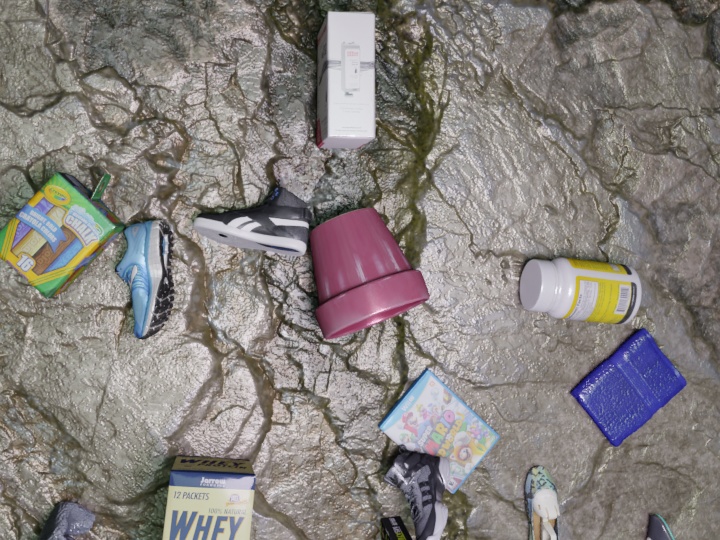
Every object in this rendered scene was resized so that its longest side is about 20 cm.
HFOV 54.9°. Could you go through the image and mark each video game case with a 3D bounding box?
[{"bbox_3d":[0.150,0.305,1.313,0.200,0.018,0.143,43,86,-10],"label":"video game case"}]

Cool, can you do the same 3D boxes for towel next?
[{"bbox_3d":[0.528,0.231,1.371,0.199,0.050,0.148,-39,92,-6],"label":"towel"}]

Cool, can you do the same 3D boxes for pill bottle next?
[{"bbox_3d":[0.409,0.036,1.299,0.197,0.114,0.116,7,92,-11],"label":"pill bottle"}]

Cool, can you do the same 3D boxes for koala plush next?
[{"bbox_3d":[-0.465,0.526,1.141,0.200,0.184,0.178,42,86,-22],"label":"koala plush"}]

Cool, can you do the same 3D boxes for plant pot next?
[{"bbox_3d":[0.000,0.000,1.190,0.198,0.200,0.181,-19,81,-9],"label":"plant pot"}]

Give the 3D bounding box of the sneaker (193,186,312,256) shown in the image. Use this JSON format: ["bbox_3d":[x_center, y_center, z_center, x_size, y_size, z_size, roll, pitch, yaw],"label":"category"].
[{"bbox_3d":[-0.182,-0.098,1.208,0.197,0.073,0.113,12,72,-2],"label":"sneaker"}]

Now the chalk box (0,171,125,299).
[{"bbox_3d":[-0.467,-0.073,1.118,0.124,0.125,0.200,45,86,-10],"label":"chalk box"}]

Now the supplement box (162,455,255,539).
[{"bbox_3d":[-0.252,0.421,1.136,0.132,0.200,0.203,7,81,-11],"label":"supplement box"}]

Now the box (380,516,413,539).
[{"bbox_3d":[0.076,0.572,1.226,0.047,0.193,0.203,-2,93,-8],"label":"box"}]

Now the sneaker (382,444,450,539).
[{"bbox_3d":[0.092,0.397,1.218,0.113,0.201,0.076,25,125,-4],"label":"sneaker"}]

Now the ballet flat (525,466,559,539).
[{"bbox_3d":[0.360,0.484,1.340,0.073,0.074,0.203,-7,94,-10],"label":"ballet flat"}]

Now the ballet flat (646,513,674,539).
[{"bbox_3d":[0.615,0.590,1.396,0.072,0.073,0.202,-29,100,-8],"label":"ballet flat"}]

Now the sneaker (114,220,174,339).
[{"bbox_3d":[-0.371,0.015,1.180,0.089,0.078,0.203,3,90,8],"label":"sneaker"}]

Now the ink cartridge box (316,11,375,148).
[{"bbox_3d":[-0.027,-0.317,1.177,0.082,0.146,0.203,0,93,-11],"label":"ink cartridge box"}]
